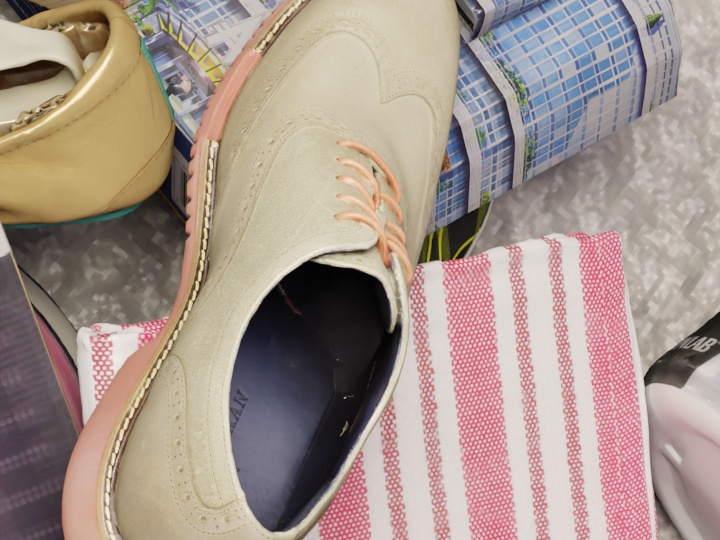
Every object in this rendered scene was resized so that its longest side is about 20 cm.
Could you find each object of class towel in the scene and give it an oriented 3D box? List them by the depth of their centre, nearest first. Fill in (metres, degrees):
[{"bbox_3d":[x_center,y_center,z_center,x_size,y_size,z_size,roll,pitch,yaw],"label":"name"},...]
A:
[{"bbox_3d":[0.007,0.072,0.836,0.200,0.030,0.147,-11,98,-40],"label":"towel"}]

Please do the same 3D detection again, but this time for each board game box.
[{"bbox_3d":[-0.002,-0.114,0.888,0.200,0.062,0.200,-30,64,-21],"label":"board game box"}]

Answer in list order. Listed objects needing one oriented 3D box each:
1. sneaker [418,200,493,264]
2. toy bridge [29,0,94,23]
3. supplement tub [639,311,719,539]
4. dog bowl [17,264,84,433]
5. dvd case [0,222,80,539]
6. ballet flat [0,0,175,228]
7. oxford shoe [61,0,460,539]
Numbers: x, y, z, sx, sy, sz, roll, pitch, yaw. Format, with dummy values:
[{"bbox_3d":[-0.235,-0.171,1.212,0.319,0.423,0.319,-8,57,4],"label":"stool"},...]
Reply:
[{"bbox_3d":[0.000,0.000,0.892,0.074,0.085,0.200,24,78,-11],"label":"sneaker"},{"bbox_3d":[-0.059,-0.152,0.855,0.067,0.027,0.200,24,57,16],"label":"toy bridge"},{"bbox_3d":[0.193,0.027,0.917,0.200,0.123,0.123,-35,92,-14],"label":"supplement tub"},{"bbox_3d":[-0.159,0.070,0.842,0.200,0.074,0.201,1,83,-8],"label":"dog bowl"},{"bbox_3d":[-0.134,0.093,0.784,0.148,0.016,0.200,-21,105,-9],"label":"dvd case"},{"bbox_3d":[-0.149,-0.037,0.792,0.200,0.063,0.069,-11,45,-9],"label":"ballet flat"},{"bbox_3d":[-0.006,-0.003,0.758,0.071,0.074,0.200,33,59,-26],"label":"oxford shoe"}]
